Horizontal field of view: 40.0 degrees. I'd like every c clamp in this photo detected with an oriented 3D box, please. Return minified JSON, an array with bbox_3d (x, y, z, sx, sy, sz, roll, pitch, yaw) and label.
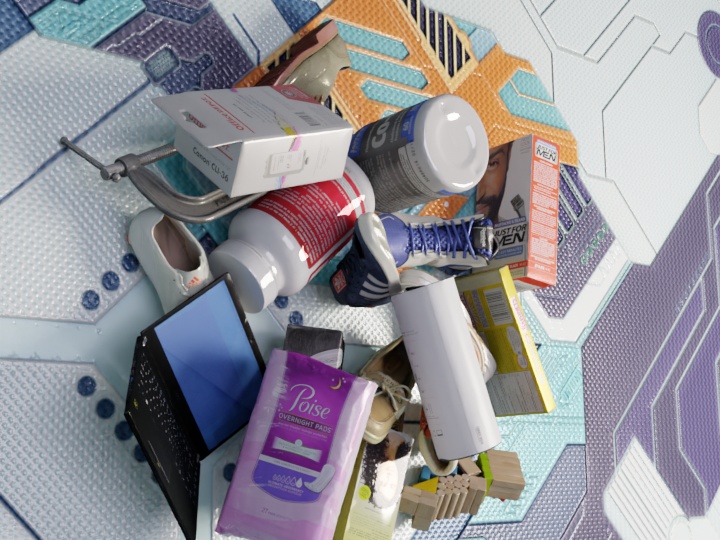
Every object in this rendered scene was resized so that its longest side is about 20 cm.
[{"bbox_3d":[-0.194,-0.118,1.074,0.170,0.027,0.199,41,38,20],"label":"c clamp"}]

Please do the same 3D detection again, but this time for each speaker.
[{"bbox_3d":[0.099,0.112,1.149,0.080,0.081,0.203,-15,87,-39],"label":"speaker"}]

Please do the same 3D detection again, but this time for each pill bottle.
[{"bbox_3d":[0.050,-0.133,1.200,0.112,0.199,0.116,8,76,-37],"label":"pill bottle"},{"bbox_3d":[-0.080,-0.045,1.137,0.200,0.111,0.113,-45,109,-35],"label":"pill bottle"}]

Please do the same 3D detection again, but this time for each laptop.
[{"bbox_3d":[-0.155,0.138,1.012,0.102,0.201,0.180,-17,119,3],"label":"laptop"}]

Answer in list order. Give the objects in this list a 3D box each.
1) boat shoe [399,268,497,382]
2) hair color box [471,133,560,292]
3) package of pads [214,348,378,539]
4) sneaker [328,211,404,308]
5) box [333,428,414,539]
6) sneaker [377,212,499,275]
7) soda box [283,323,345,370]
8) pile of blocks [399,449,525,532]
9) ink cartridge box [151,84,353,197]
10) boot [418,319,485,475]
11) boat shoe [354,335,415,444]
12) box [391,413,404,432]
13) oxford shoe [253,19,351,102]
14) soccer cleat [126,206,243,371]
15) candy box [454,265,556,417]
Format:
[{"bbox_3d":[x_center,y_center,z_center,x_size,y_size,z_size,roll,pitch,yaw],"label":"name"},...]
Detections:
[{"bbox_3d":[0.107,0.086,1.286,0.201,0.070,0.070,52,56,-21],"label":"boat shoe"},{"bbox_3d":[0.216,-0.075,1.378,0.063,0.110,0.204,16,71,-35],"label":"hair color box"},{"bbox_3d":[-0.065,0.195,1.036,0.118,0.076,0.203,16,74,4],"label":"package of pads"},{"bbox_3d":[0.000,0.000,1.157,0.083,0.201,0.076,-18,65,2],"label":"sneaker"},{"bbox_3d":[0.002,0.282,1.151,0.075,0.050,0.203,26,67,-31],"label":"box"},{"bbox_3d":[0.109,-0.043,1.284,0.197,0.114,0.082,6,77,-37],"label":"sneaker"},{"bbox_3d":[-0.064,0.168,1.116,0.069,0.063,0.204,7,74,5],"label":"soda box"},{"bbox_3d":[0.123,0.285,1.281,0.197,0.082,0.063,-6,128,-30],"label":"pile of blocks"},{"bbox_3d":[-0.119,-0.141,1.062,0.198,0.116,0.068,-13,131,-42],"label":"ink cartridge box"},{"bbox_3d":[0.107,0.154,1.221,0.107,0.074,0.203,-46,134,-56],"label":"boot"},{"bbox_3d":[0.029,0.131,1.168,0.073,0.063,0.200,39,26,-5],"label":"boat shoe"},{"bbox_3d":[-0.024,0.245,1.184,0.162,0.021,0.204,20,70,-33],"label":"box"},{"bbox_3d":[-0.071,-0.228,1.206,0.074,0.070,0.201,53,55,-21],"label":"oxford shoe"},{"bbox_3d":[-0.183,0.024,1.064,0.069,0.077,0.202,-39,106,-36],"label":"soccer cleat"},{"bbox_3d":[0.189,0.098,1.329,0.026,0.101,0.203,-24,97,-38],"label":"candy box"}]
